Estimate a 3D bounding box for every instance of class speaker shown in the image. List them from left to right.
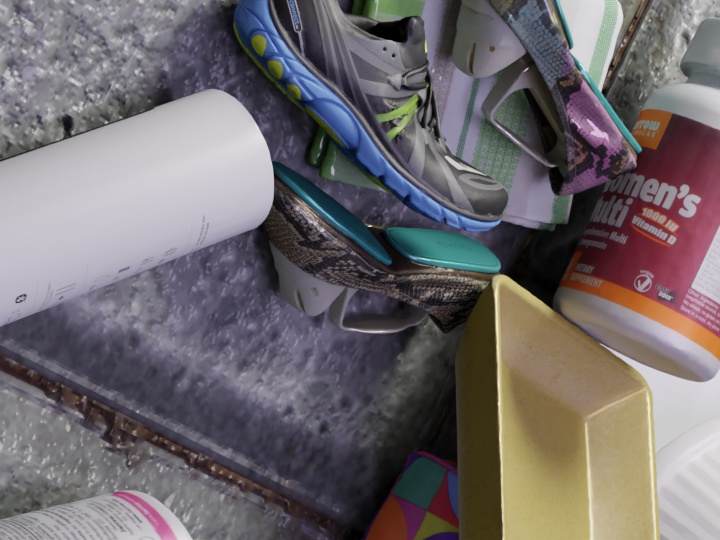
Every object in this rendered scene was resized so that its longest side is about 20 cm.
[{"bbox_3d":[-0.142,-0.029,1.479,0.200,0.081,0.081,-22,119,-35],"label":"speaker"}]

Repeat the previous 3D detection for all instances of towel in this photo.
[{"bbox_3d":[0.062,-0.109,1.679,0.200,0.031,0.150,11,95,-42],"label":"towel"}]

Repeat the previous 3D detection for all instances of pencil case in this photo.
[{"bbox_3d":[0.024,0.209,1.716,0.088,0.088,0.200,32,82,-44],"label":"pencil case"}]

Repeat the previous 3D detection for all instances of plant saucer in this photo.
[{"bbox_3d":[0.111,0.129,1.697,0.200,0.048,0.200,34,48,-50],"label":"plant saucer"}]

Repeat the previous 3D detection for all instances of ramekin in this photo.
[{"bbox_3d":[0.236,0.201,1.869,0.202,0.094,0.203,-27,135,-31],"label":"ramekin"}]

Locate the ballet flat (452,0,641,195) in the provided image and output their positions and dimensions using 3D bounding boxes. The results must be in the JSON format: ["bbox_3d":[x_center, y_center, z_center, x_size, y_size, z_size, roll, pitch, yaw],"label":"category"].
[{"bbox_3d":[0.095,-0.117,1.648,0.071,0.069,0.200,-35,126,-4],"label":"ballet flat"}]

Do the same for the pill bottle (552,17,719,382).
[{"bbox_3d":[0.203,-0.043,1.733,0.109,0.109,0.200,31,81,-44],"label":"pill bottle"}]

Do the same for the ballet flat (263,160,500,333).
[{"bbox_3d":[0.000,0.000,1.638,0.200,0.068,0.075,20,111,-46],"label":"ballet flat"}]

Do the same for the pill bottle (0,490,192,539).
[{"bbox_3d":[-0.186,0.188,1.494,0.200,0.113,0.114,-12,113,-39],"label":"pill bottle"}]

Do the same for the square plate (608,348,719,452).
[{"bbox_3d":[0.188,0.044,1.844,0.198,0.028,0.200,35,81,-43],"label":"square plate"}]

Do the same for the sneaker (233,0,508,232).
[{"bbox_3d":[0.018,-0.095,1.578,0.083,0.071,0.200,-46,114,-3],"label":"sneaker"}]
